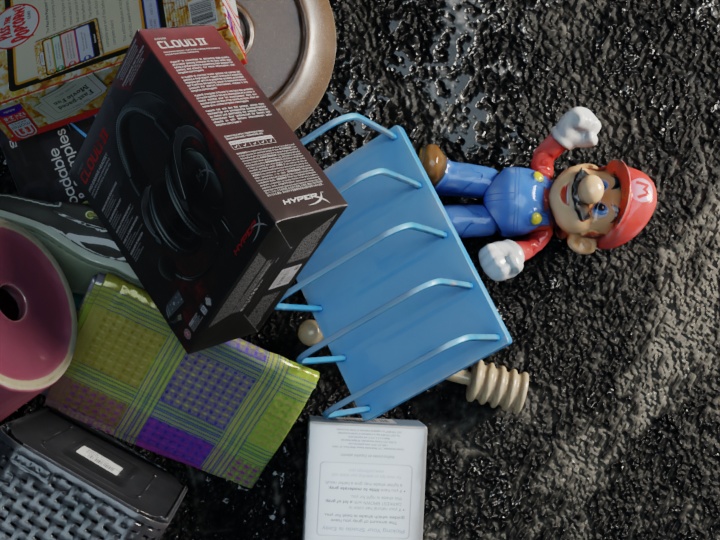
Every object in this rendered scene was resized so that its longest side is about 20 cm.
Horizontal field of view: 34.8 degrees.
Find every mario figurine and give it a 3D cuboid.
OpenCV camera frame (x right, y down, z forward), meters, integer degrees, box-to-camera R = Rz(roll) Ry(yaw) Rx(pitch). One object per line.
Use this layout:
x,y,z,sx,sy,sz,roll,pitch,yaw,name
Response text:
0.145,-0.065,0.947,0.198,0.106,0.124,1,116,2,mario figurine

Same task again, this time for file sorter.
0.000,0.000,0.891,0.138,0.123,0.201,-30,78,17,file sorter

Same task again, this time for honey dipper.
0.043,0.079,0.974,0.199,0.038,0.038,15,87,0,honey dipper

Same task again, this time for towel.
-0.148,0.089,0.916,0.199,0.023,0.144,26,121,-12,towel

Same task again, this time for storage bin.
-0.217,0.181,0.866,0.135,0.200,0.094,31,86,-2,storage bin

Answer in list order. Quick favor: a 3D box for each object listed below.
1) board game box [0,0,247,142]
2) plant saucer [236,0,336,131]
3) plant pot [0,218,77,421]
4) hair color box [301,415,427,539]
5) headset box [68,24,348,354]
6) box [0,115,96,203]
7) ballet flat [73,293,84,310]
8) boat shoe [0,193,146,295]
-0.199,-0.202,0.909,0.199,0.046,0.152,-17,59,7,board game box
-0.119,-0.198,0.975,0.199,0.032,0.202,0,89,-4,plant saucer
-0.315,0.049,0.836,0.178,0.200,0.201,-20,89,27,plant pot
0.000,0.225,0.951,0.098,0.061,0.202,3,87,-4,hair color box
-0.121,-0.067,0.831,0.200,0.077,0.149,53,130,17,headset box
-0.189,-0.102,0.942,0.199,0.036,0.144,-20,95,6,box
-0.201,0.052,0.945,0.198,0.071,0.071,4,87,-4,ballet flat
-0.210,-0.018,0.909,0.200,0.072,0.061,21,54,-2,boat shoe
